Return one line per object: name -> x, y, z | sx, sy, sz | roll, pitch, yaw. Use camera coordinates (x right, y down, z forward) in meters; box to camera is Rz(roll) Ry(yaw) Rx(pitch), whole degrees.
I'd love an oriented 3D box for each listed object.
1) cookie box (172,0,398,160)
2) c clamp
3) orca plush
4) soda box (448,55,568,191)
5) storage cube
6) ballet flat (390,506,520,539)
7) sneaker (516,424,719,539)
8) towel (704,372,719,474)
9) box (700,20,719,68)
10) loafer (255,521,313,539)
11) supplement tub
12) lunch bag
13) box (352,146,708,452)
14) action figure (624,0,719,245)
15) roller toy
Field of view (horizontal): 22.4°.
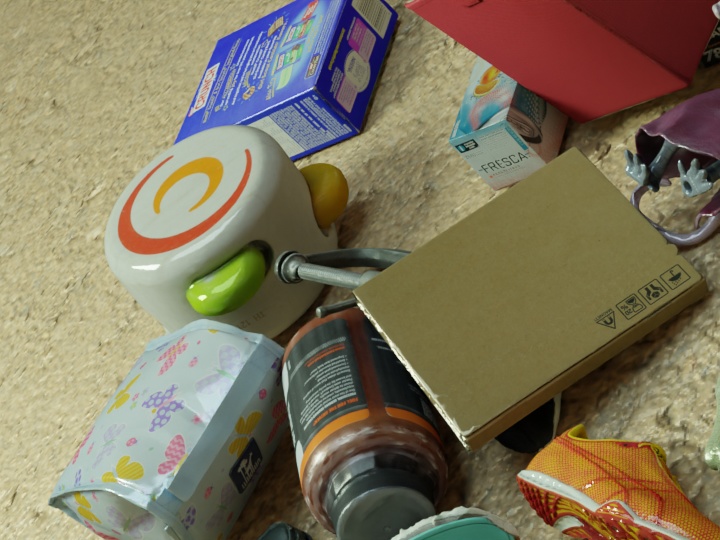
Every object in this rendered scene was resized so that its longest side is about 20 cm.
cookie box -> -0.075, -0.186, 1.809 | 0.200, 0.075, 0.172 | -19, 40, 38
c clamp -> 0.000, 0.000, 1.438 | 0.170, 0.027, 0.200 | -10, 11, -26
orca plush -> 0.099, 0.043, 1.314 | 0.105, 0.071, 0.200 | -26, 35, 31
soda box -> 0.139, -0.165, 1.515 | 0.063, 0.068, 0.200 | -20, 38, 39
storage cube -> 0.172, -0.239, 1.378 | 0.171, 0.179, 0.200 | -63, 17, -15
ballet flat -> 0.020, 0.217, 1.215 | 0.200, 0.072, 0.072 | -39, 30, 12
sneaker -> 0.172, 0.138, 1.112 | 0.077, 0.073, 0.200 | -42, 31, -13
towel -> 0.300, 0.047, 1.089 | 0.200, 0.036, 0.149 | -21, 39, 37
box -> 0.351, -0.265, 1.392 | 0.198, 0.050, 0.200 | -15, 41, 41
loafer -> -0.100, 0.263, 1.311 | 0.072, 0.063, 0.200 | -2, 52, 51
supplement tub -> 0.003, 0.121, 1.307 | 0.107, 0.107, 0.200 | -38, 30, 15
lunch bag -> -0.138, 0.140, 1.433 | 0.170, 0.127, 0.200 | -60, 14, -24
box -> 0.116, 0.015, 1.277 | 0.200, 0.021, 0.164 | -33, 50, -6
action figure -> 0.290, -0.106, 1.259 | 0.200, 0.149, 0.134 | -36, 56, -19
roller toy -> -0.118, -0.024, 1.605 | 0.182, 0.140, 0.200 | 0, 50, 38
